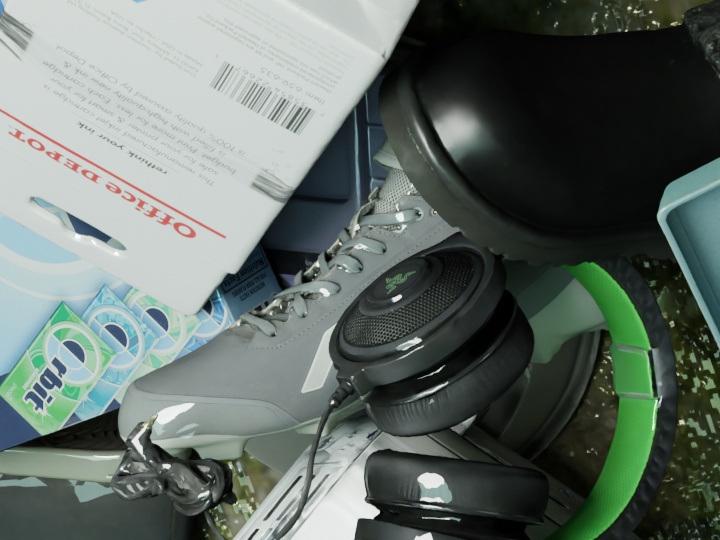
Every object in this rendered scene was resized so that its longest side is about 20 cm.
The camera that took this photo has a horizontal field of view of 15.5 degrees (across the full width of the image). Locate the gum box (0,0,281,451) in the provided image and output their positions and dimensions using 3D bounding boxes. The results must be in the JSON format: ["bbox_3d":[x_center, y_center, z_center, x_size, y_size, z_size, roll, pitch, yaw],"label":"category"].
[{"bbox_3d":[-0.138,-0.037,1.028,0.170,0.045,0.201,-21,96,32],"label":"gum box"}]

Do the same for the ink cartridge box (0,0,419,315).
[{"bbox_3d":[-0.063,-0.074,0.899,0.116,0.067,0.200,30,148,-7],"label":"ink cartridge box"}]

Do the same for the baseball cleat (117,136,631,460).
[{"bbox_3d":[0.000,0.000,0.946,0.070,0.199,0.107,22,126,65],"label":"baseball cleat"}]

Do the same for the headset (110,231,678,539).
[{"bbox_3d":[0.018,0.053,0.899,0.094,0.199,0.124,2,102,53],"label":"headset"}]

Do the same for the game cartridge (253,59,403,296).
[{"bbox_3d":[-0.051,-0.022,1.032,0.199,0.038,0.130,6,106,26],"label":"game cartridge"}]

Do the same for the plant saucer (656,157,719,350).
[{"bbox_3d":[0.160,0.022,0.915,0.070,0.019,0.200,-27,134,4],"label":"plant saucer"}]

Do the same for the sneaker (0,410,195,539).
[{"bbox_3d":[-0.164,0.116,1.160,0.199,0.075,0.107,3,108,26],"label":"sneaker"}]

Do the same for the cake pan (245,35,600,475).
[{"bbox_3d":[-0.002,0.005,1.056,0.200,0.037,0.201,10,112,24],"label":"cake pan"}]

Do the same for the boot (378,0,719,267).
[{"bbox_3d":[0.122,-0.076,0.877,0.158,0.211,0.080,-44,57,37],"label":"boot"}]

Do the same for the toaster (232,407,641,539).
[{"bbox_3d":[0.008,0.143,1.000,0.129,0.114,0.200,40,104,11],"label":"toaster"}]
